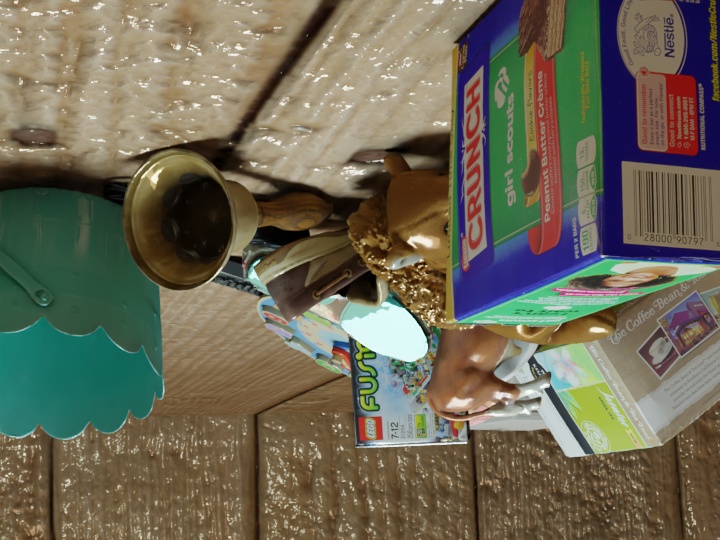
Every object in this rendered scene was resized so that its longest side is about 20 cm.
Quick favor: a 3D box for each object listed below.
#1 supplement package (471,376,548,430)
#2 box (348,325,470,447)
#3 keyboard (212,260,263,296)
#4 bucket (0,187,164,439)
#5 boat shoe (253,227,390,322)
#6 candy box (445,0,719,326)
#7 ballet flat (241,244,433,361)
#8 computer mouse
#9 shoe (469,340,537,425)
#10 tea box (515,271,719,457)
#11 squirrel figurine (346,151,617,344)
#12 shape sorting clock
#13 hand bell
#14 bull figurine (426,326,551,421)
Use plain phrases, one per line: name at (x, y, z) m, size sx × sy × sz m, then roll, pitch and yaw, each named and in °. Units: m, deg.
supplement package at (0.281, 0.220, 2.423) m, size 0.200 × 0.111 × 0.156 m, roll 8°, pitch 165°, yaw -40°
box at (0.044, 0.066, 1.314) m, size 0.110 × 0.200 × 0.035 m, roll -4°, pitch -179°, yaw 8°
keyboard at (-0.063, 0.025, 1.444) m, size 0.200 × 0.021 × 0.127 m, roll 17°, pitch 164°, yaw -30°
bucket at (-0.253, 0.036, 1.101) m, size 0.207 × 0.135 × 0.207 m, roll -2°, pitch 150°, yaw -1°
boat shoe at (0.000, 0.000, 1.187) m, size 0.200 × 0.072 × 0.072 m, roll -16°, pitch 165°, yaw -45°
candy box at (0.111, -0.067, 0.713) m, size 0.077 × 0.169 × 0.200 m, roll 4°, pitch 168°, yaw -14°
ballet flat at (-0.017, 0.014, 1.263) m, size 0.200 × 0.064 × 0.076 m, roll 30°, pitch 122°, yaw -19°
computer mouse at (-0.123, -0.051, 1.141) m, size 0.200 × 0.034 × 0.059 m, roll 15°, pitch 172°, yaw -42°
shoe at (0.119, 0.099, 1.371) m, size 0.091 × 0.072 × 0.200 m, roll 0°, pitch 147°, yaw -49°
tea box at (0.300, 0.085, 1.449) m, size 0.200 × 0.134 × 0.197 m, roll -33°, pitch -179°, yaw -22°
squirrel figurine at (0.072, -0.017, 1.076) m, size 0.200 × 0.142 × 0.187 m, roll -16°, pitch 157°, yaw 42°
shape sorting clock at (-0.019, 0.078, 1.443) m, size 0.200 × 0.039 × 0.200 m, roll 19°, pitch 160°, yaw 7°
hand bell at (-0.082, -0.046, 1.082) m, size 0.104 × 0.104 × 0.200 m, roll -9°, pitch -179°, yaw 32°
bull figurine at (0.122, 0.043, 1.253) m, size 0.121 × 0.200 × 0.065 m, roll 12°, pitch -170°, yaw 2°
